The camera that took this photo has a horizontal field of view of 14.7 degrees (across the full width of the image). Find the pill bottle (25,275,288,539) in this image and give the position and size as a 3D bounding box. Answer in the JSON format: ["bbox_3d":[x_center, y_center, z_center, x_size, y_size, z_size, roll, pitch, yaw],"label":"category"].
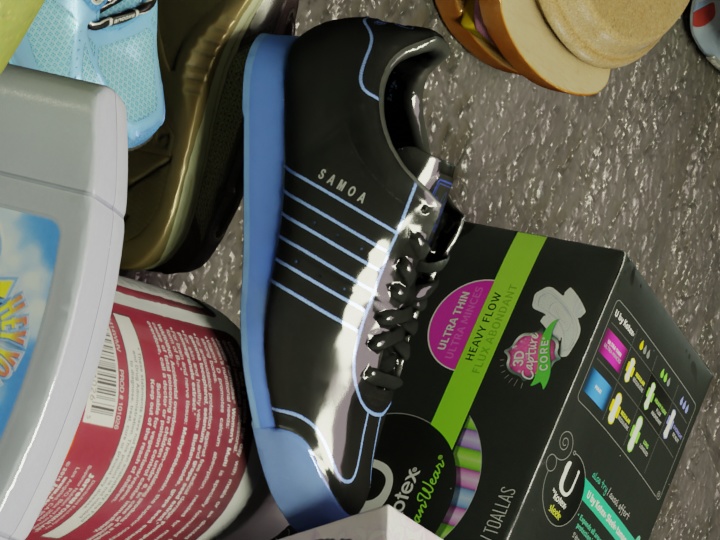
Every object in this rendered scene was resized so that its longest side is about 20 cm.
[{"bbox_3d":[-0.103,0.055,1.071,0.200,0.109,0.110,18,83,-57],"label":"pill bottle"}]

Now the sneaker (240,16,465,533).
[{"bbox_3d":[0.000,0.000,1.076,0.070,0.078,0.201,13,73,-69],"label":"sneaker"}]

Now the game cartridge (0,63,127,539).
[{"bbox_3d":[-0.156,0.021,0.959,0.040,0.133,0.200,49,56,-73],"label":"game cartridge"}]

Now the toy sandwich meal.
[{"bbox_3d":[0.107,-0.185,1.370,0.205,0.070,0.206,-10,102,-56],"label":"toy sandwich meal"}]

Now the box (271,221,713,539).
[{"bbox_3d":[0.047,0.092,1.272,0.124,0.148,0.200,48,59,-50],"label":"box"}]

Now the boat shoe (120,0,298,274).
[{"bbox_3d":[-0.062,-0.095,1.135,0.066,0.072,0.201,18,88,-62],"label":"boat shoe"}]

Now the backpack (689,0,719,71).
[{"bbox_3d":[0.286,-0.153,1.569,0.190,0.154,0.200,38,73,-45],"label":"backpack"}]

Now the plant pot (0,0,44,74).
[{"bbox_3d":[-0.145,-0.162,0.899,0.200,0.200,0.185,22,91,-56],"label":"plant pot"}]

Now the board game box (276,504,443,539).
[{"bbox_3d":[-0.012,0.172,1.135,0.200,0.199,0.041,34,45,-44],"label":"board game box"}]

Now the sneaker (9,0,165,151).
[{"bbox_3d":[-0.101,-0.133,1.039,0.078,0.090,0.200,-40,130,-45],"label":"sneaker"}]
